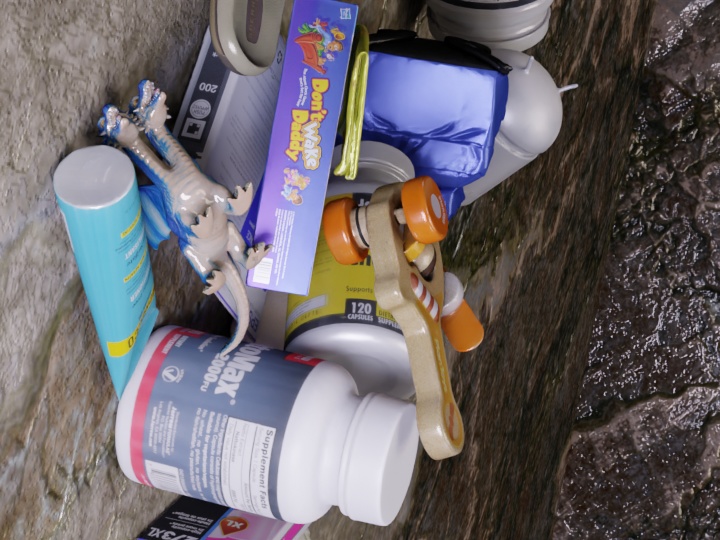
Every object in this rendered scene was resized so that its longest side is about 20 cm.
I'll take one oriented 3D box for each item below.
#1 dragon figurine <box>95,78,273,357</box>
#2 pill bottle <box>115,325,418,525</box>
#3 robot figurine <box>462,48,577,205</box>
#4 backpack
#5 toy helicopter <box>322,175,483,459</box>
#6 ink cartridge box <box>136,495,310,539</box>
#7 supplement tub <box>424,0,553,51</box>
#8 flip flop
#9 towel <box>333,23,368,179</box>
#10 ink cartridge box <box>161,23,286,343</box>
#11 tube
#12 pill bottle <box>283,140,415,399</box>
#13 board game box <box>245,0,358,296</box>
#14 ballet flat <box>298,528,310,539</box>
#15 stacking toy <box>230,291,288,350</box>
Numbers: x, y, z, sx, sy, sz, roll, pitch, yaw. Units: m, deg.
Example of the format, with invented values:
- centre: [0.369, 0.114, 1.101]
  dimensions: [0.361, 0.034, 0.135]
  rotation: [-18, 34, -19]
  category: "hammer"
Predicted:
- centre: [-0.114, -0.037, 1.143]
  dimensions: [0.059, 0.099, 0.201]
  rotation: [-38, 143, -18]
  category: "dragon figurine"
- centre: [-0.064, 0.116, 1.249]
  dimensions: [0.120, 0.199, 0.120]
  rotation: [12, 90, -74]
  category: "pill bottle"
- centre: [0.117, -0.140, 1.693]
  dimensions: [0.169, 0.200, 0.113]
  rotation: [10, 52, -49]
  category: "robot figurine"
- centre: [0.043, -0.131, 1.525]
  dimensions: [0.200, 0.161, 0.169]
  rotation: [-63, 166, -76]
  category: "backpack"
- centre: [0.045, 0.036, 1.233]
  dimensions: [0.132, 0.078, 0.201]
  rotation: [21, 57, -66]
  category: "toy helicopter"
- centre: [-0.110, 0.210, 1.347]
  dimensions: [0.200, 0.094, 0.037]
  rotation: [-46, 144, -61]
  category: "ink cartridge box"
- centre: [0.126, -0.327, 1.684]
  dimensions: [0.141, 0.139, 0.201]
  rotation: [-60, 156, -46]
  category: "supplement tub"
- centre: [-0.063, -0.236, 1.203]
  dimensions: [0.081, 0.057, 0.201]
  rotation: [13, 80, -49]
  category: "flip flop"
- centre: [-0.006, -0.121, 1.203]
  dimensions: [0.200, 0.018, 0.087]
  rotation: [-90, -175, -77]
  category: "towel"
- centre: [-0.092, -0.072, 1.300]
  dimensions: [0.198, 0.043, 0.201]
  rotation: [63, 40, -64]
  category: "ink cartridge box"
- centre: [-0.160, 0.001, 1.133]
  dimensions: [0.200, 0.050, 0.078]
  rotation: [87, 24, -54]
  category: "tube"
- centre: [0.000, 0.000, 1.360]
  dimensions: [0.112, 0.111, 0.201]
  rotation: [78, 12, -54]
  category: "pill bottle"
- centre: [-0.042, -0.091, 1.231]
  dimensions: [0.134, 0.044, 0.201]
  rotation: [-107, -153, -83]
  category: "board game box"
- centre: [-0.077, 0.270, 1.553]
  dimensions: [0.072, 0.071, 0.201]
  rotation: [64, 40, -64]
  category: "ballet flat"
- centre: [-0.054, 0.121, 1.463]
  dimensions: [0.146, 0.145, 0.201]
  rotation: [-58, 169, -49]
  category: "stacking toy"
